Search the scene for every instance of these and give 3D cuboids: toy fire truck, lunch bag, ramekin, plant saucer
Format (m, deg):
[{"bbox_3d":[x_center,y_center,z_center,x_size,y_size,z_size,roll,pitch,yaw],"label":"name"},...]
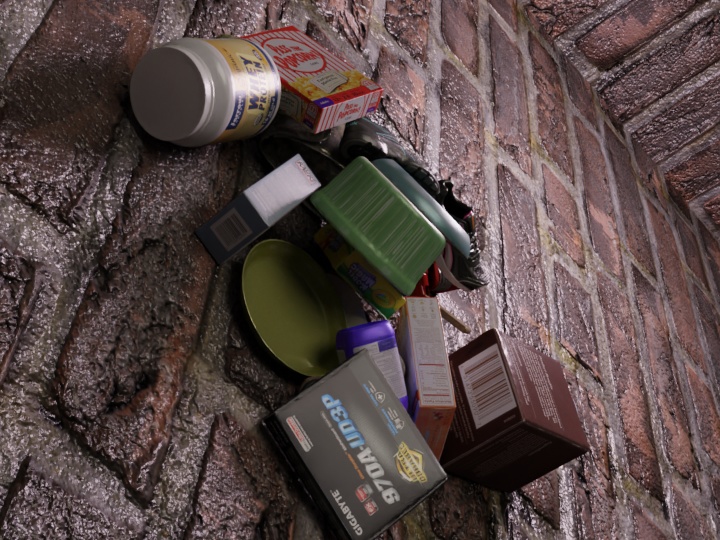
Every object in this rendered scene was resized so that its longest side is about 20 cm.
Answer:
[{"bbox_3d":[0.138,0.014,1.966,0.175,0.127,0.203,4,76,-51],"label":"toy fire truck"},{"bbox_3d":[-0.066,-0.196,1.832,0.199,0.117,0.165,39,32,-20],"label":"lunch bag"},{"bbox_3d":[0.030,-0.068,1.646,0.200,0.098,0.200,44,4,-4],"label":"ramekin"},{"bbox_3d":[0.094,-0.097,1.700,0.200,0.027,0.200,45,4,-4],"label":"plant saucer"},{"bbox_3d":[-0.095,0.055,1.578,0.199,0.031,0.202,33,41,-35],"label":"plant saucer"}]

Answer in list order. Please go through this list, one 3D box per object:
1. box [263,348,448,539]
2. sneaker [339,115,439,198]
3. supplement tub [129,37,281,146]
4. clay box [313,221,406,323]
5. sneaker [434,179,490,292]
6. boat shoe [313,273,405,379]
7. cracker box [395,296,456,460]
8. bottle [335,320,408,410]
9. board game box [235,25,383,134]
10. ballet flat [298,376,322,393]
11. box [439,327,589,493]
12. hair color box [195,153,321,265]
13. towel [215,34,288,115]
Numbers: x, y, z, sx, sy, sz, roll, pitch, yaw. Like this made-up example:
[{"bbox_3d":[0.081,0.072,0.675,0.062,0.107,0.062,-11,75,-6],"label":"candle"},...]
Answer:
[{"bbox_3d":[-0.005,0.224,1.462,0.158,0.046,0.201,-31,88,-28],"label":"box"},{"bbox_3d":[0.051,-0.176,1.795,0.199,0.075,0.080,34,39,-34],"label":"sneaker"},{"bbox_3d":[-0.212,-0.247,1.605,0.146,0.144,0.200,58,27,4],"label":"supplement tub"},{"bbox_3d":[0.000,0.000,1.714,0.115,0.048,0.200,45,2,-22],"label":"clay box"},{"bbox_3d":[0.156,-0.058,1.877,0.201,0.086,0.080,54,42,-13],"label":"sneaker"},{"bbox_3d":[-0.007,0.091,1.672,0.200,0.071,0.063,49,-11,13],"label":"boat shoe"},{"bbox_3d":[0.088,0.157,1.682,0.057,0.135,0.202,3,47,-9],"label":"cracker box"},{"bbox_3d":[0.023,0.173,1.581,0.083,0.065,0.203,-13,92,-30],"label":"bottle"},{"bbox_3d":[-0.087,-0.290,1.747,0.199,0.047,0.151,37,37,22],"label":"board game box"},{"bbox_3d":[-0.011,0.222,1.528,0.202,0.068,0.067,59,-1,0],"label":"ballet flat"},{"bbox_3d":[0.219,0.221,1.798,0.199,0.163,0.168,28,37,-44],"label":"box"},{"bbox_3d":[-0.138,-0.087,1.606,0.061,0.099,0.200,53,27,-4],"label":"hair color box"},{"bbox_3d":[-0.151,-0.299,1.799,0.198,0.037,0.149,22,33,0],"label":"towel"}]
